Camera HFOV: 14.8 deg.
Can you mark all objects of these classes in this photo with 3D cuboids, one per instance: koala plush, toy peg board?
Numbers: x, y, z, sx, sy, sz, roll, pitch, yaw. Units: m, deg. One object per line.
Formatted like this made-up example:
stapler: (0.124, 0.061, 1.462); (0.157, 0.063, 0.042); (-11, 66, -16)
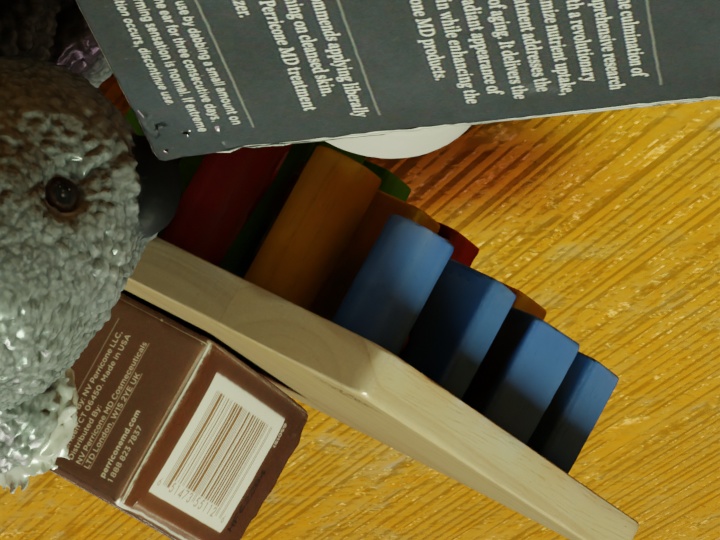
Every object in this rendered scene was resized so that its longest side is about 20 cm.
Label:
koala plush: (-0.123, -0.042, 0.877); (0.183, 0.201, 0.177); (-5, 156, 7)
toy peg board: (0.000, 0.000, 1.017); (0.199, 0.098, 0.200); (24, 174, 37)

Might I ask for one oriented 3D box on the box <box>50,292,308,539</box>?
box: (-0.131, 0.031, 1.074); (0.199, 0.075, 0.100); (28, 173, 28)

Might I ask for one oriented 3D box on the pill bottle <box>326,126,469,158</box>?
pill bottle: (0.033, -0.114, 0.834); (0.112, 0.114, 0.200); (6, 154, -16)

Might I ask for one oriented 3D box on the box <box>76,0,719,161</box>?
box: (0.033, -0.147, 0.655); (0.196, 0.201, 0.124); (-5, 155, 7)
